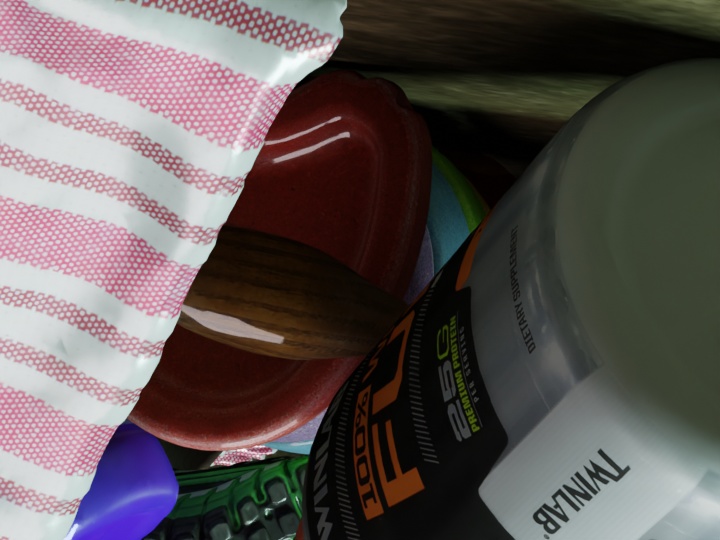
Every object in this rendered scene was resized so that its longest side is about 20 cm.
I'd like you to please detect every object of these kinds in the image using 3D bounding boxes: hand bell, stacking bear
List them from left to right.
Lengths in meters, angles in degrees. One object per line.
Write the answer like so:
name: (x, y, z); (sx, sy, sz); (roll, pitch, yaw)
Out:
hand bell: (-0.081, -0.007, 0.781); (0.199, 0.104, 0.104); (16, 174, -18)
stacking bear: (0.000, 0.000, 0.931); (0.121, 0.114, 0.200); (7, -179, 25)

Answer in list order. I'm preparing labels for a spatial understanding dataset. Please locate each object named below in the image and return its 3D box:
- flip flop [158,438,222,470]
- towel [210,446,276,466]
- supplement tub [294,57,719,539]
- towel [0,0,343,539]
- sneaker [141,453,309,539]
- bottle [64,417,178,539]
flip flop: (-0.113, 0.036, 0.966); (0.057, 0.081, 0.200); (-6, 164, 45)
towel: (-0.131, 0.008, 1.278); (0.199, 0.147, 0.030); (10, 138, -24)
supplement tub: (0.061, 0.045, 0.743); (0.122, 0.123, 0.200); (10, 148, -19)
towel: (-0.104, -0.001, 0.597); (0.146, 0.030, 0.200); (12, 133, -22)
sneaker: (-0.044, 0.088, 0.957); (0.199, 0.078, 0.085); (-2, -167, -9)
bottle: (-0.139, 0.009, 0.879); (0.200, 0.065, 0.083); (51, -158, 14)
